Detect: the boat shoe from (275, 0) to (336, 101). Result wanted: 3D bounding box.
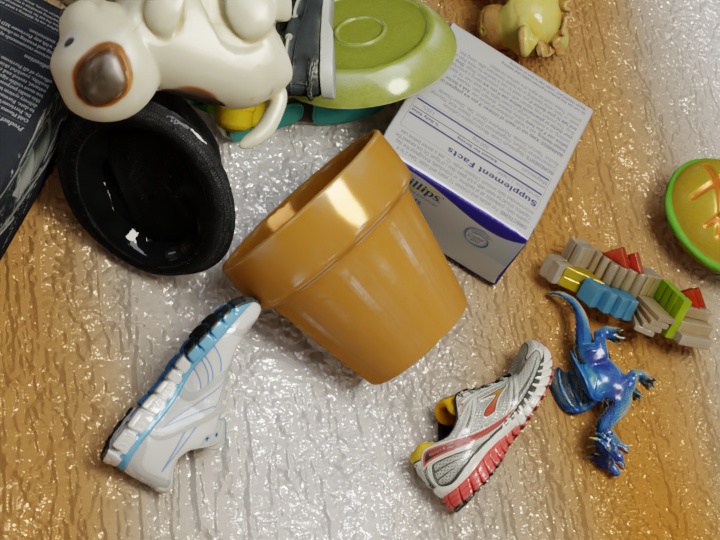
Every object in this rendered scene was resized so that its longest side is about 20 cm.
[{"bbox_3d":[-0.055,-0.245,1.476,0.059,0.076,0.201,-2,40,0],"label":"boat shoe"}]

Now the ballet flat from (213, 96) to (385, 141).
[{"bbox_3d":[-0.063,-0.187,1.556,0.198,0.068,0.063,-13,59,-26],"label":"ballet flat"}]

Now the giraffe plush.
[{"bbox_3d":[0.182,-0.318,1.673,0.171,0.199,0.164,-13,97,-29],"label":"giraffe plush"}]

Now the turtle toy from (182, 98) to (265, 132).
[{"bbox_3d":[-0.137,-0.215,1.444,0.100,0.200,0.148,9,98,2],"label":"turtle toy"}]

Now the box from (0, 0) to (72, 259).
[{"bbox_3d":[-0.345,-0.122,1.337,0.123,0.200,0.198,27,58,-4],"label":"box"}]

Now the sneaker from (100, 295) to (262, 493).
[{"bbox_3d":[-0.146,0.115,1.354,0.086,0.075,0.201,40,80,-11],"label":"sneaker"}]

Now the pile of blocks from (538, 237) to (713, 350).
[{"bbox_3d":[0.290,0.018,1.556,0.198,0.063,0.082,21,21,-8],"label":"pile of blocks"}]

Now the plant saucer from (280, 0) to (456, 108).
[{"bbox_3d":[0.001,-0.238,1.538,0.197,0.031,0.201,-5,41,4],"label":"plant saucer"}]

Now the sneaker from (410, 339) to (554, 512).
[{"bbox_3d":[0.122,0.136,1.445,0.082,0.078,0.200,38,57,4],"label":"sneaker"}]

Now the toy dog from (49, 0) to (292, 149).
[{"bbox_3d":[-0.169,-0.191,1.264,0.198,0.139,0.196,-16,106,-23],"label":"toy dog"}]

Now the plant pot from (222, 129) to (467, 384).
[{"bbox_3d":[0.000,0.000,1.417,0.184,0.200,0.200,49,57,-9],"label":"plant pot"}]

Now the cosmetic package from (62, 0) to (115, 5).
[{"bbox_3d":[-0.251,-0.309,1.545,0.199,0.073,0.104,40,58,3],"label":"cosmetic package"}]

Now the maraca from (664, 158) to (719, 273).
[{"bbox_3d":[0.425,-0.046,1.632,0.199,0.107,0.138,31,65,-2],"label":"maraca"}]

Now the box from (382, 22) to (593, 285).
[{"bbox_3d":[0.119,-0.124,1.563,0.183,0.105,0.201,31,57,0],"label":"box"}]

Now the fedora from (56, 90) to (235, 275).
[{"bbox_3d":[-0.189,-0.095,1.392,0.199,0.201,0.092,29,43,-3],"label":"fedora"}]

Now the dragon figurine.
[{"bbox_3d":[0.232,0.108,1.510,0.099,0.059,0.201,-24,75,-29],"label":"dragon figurine"}]
